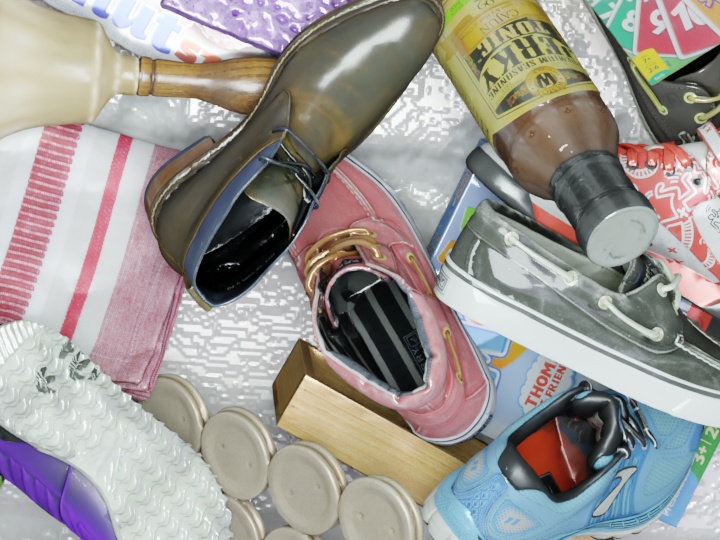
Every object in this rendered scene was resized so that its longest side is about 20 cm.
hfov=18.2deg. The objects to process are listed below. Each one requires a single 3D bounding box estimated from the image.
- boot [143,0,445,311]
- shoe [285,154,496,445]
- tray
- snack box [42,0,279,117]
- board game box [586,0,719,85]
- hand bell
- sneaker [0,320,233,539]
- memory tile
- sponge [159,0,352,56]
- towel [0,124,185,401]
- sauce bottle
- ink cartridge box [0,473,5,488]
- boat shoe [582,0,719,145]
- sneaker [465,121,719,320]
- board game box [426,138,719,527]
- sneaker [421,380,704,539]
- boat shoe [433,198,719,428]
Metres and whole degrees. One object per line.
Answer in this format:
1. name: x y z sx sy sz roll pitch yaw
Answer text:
1. boot: -0.025 -0.060 1.170 0.200 0.097 0.075 -42 122 14
2. shoe: 0.000 0.000 1.200 0.071 0.091 0.200 -36 65 7
3. tray: 0.045 0.110 1.258 0.199 0.099 0.037 31 96 -8
4. snack box: -0.110 -0.153 1.248 0.199 0.024 0.072 30 95 -8
5. board game box: 0.136 -0.198 1.172 0.095 0.030 0.200 -31 112 23
6. hand bell: -0.109 -0.102 1.211 0.199 0.104 0.105 5 97 -10
7. sneaker: -0.152 0.101 1.205 0.200 0.099 0.070 52 58 -24
8. memory tile: -0.050 0.151 1.218 0.199 0.017 0.154 23 118 34
9. sponge: -0.022 -0.215 1.231 0.111 0.030 0.201 22 87 -8
10. towel: -0.190 -0.023 1.231 0.199 0.023 0.145 16 70 -6
11. sauce bottle: 0.094 -0.082 1.164 0.064 0.200 0.065 -17 138 -16
12. ink cartridge box: -0.309 0.151 1.245 0.147 0.076 0.200 33 95 -9
13. boat shoe: 0.182 -0.116 1.260 0.072 0.061 0.202 -36 99 0
14. sneaker: 0.164 -0.053 1.222 0.201 0.067 0.108 26 104 -13
15. board game box: 0.125 0.037 1.288 0.199 0.037 0.152 26 94 -7
16. sneaker: 0.126 0.098 1.191 0.078 0.200 0.090 51 134 16
17. boat shoe: 0.139 0.024 1.179 0.199 0.071 0.064 23 107 -15
